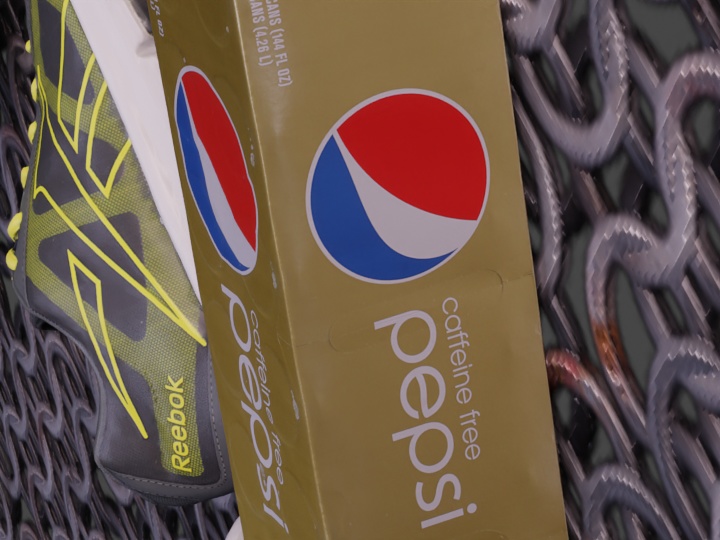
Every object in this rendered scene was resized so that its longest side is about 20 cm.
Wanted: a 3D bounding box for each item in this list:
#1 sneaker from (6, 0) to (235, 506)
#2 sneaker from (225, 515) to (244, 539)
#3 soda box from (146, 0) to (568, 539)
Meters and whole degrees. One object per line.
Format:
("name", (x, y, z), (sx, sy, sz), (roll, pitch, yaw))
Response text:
("sneaker", (-0.068, -0.028, 0.757), (0.074, 0.085, 0.200), (14, -132, -62))
("sneaker", (-0.004, 0.158, 0.788), (0.105, 0.075, 0.201), (-19, 93, 66))
("soda box", (0.000, 0.000, 0.661), (0.068, 0.064, 0.200), (-143, 40, -60))
